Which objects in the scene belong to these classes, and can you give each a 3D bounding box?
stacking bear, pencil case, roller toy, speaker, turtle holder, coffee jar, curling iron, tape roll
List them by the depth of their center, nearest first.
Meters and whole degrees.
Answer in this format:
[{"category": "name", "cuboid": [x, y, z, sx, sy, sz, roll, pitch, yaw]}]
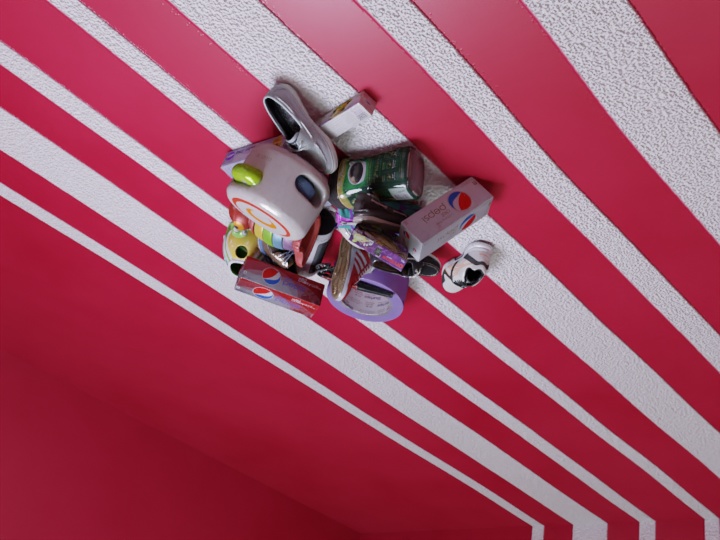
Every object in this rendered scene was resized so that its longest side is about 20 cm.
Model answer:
[{"category": "roller toy", "cuboid": [-0.161, -0.161, 1.494, 0.182, 0.140, 0.200, 32, 167, -1]}, {"category": "coffee jar", "cuboid": [0.027, -0.185, 1.524, 0.199, 0.105, 0.085, -5, 157, 29]}, {"category": "pencil case", "cuboid": [0.044, -0.115, 1.635, 0.199, 0.093, 0.085, 11, 138, 4]}, {"category": "stacking bear", "cuboid": [-0.199, -0.107, 1.645, 0.199, 0.114, 0.122, 21, 158, 10]}, {"category": "curling iron", "cuboid": [-0.014, 0.029, 1.778, 0.199, 0.026, 0.050, 23, 149, -11]}, {"category": "speaker", "cuboid": [-0.118, -0.066, 1.786, 0.081, 0.081, 0.200, 19, 146, -5]}, {"category": "turtle holder", "cuboid": [-0.265, -0.060, 1.806, 0.140, 0.132, 0.186, 25, 146, -14]}, {"category": "tape roll", "cuboid": [0.019, 0.042, 1.885, 0.199, 0.085, 0.200, 10, 147, 7]}]

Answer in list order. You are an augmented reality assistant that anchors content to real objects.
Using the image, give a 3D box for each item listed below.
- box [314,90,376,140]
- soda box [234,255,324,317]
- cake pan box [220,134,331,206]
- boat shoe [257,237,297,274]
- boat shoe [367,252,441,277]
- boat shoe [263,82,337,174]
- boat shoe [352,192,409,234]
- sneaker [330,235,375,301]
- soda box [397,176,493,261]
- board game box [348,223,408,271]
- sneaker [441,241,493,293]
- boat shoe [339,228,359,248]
[{"category": "box", "cuboid": [-0.053, -0.289, 1.465, 0.041, 0.039, 0.200, 40, 140, -27]}, {"category": "soda box", "cuboid": [-0.189, 0.039, 1.751, 0.199, 0.064, 0.070, 21, 146, -14]}, {"category": "cake pan box", "cuboid": [-0.175, -0.199, 1.639, 0.184, 0.052, 0.200, -9, 139, 36]}, {"category": "boat shoe", "cuboid": [-0.184, -0.039, 1.766, 0.072, 0.072, 0.200, 27, 150, 30]}, {"category": "boat shoe", "cuboid": [0.102, -0.015, 1.684, 0.199, 0.061, 0.074, 21, 136, -33]}, {"category": "boat shoe", "cuboid": [-0.122, -0.263, 1.444, 0.070, 0.072, 0.201, -21, 110, 42]}, {"category": "boat shoe", "cuboid": [0.056, -0.113, 1.507, 0.067, 0.057, 0.200, -2, 172, 36]}, {"category": "sneaker", "cuboid": [0.000, 0.000, 1.725, 0.112, 0.201, 0.071, 31, 143, -25]}, {"category": "soda box", "cuboid": [0.172, -0.105, 1.502, 0.068, 0.200, 0.064, 46, 156, 22]}, {"category": "board game box", "cuboid": [0.040, -0.059, 1.501, 0.120, 0.200, 0.032, 27, 103, -1]}, {"category": "sneaker", "cuboid": [0.241, 0.009, 1.750, 0.073, 0.080, 0.200, 20, 148, -9]}, {"category": "boat shoe", "cuboid": [0.056, -0.083, 1.707, 0.199, 0.075, 0.093, 24, 140, -27]}]
